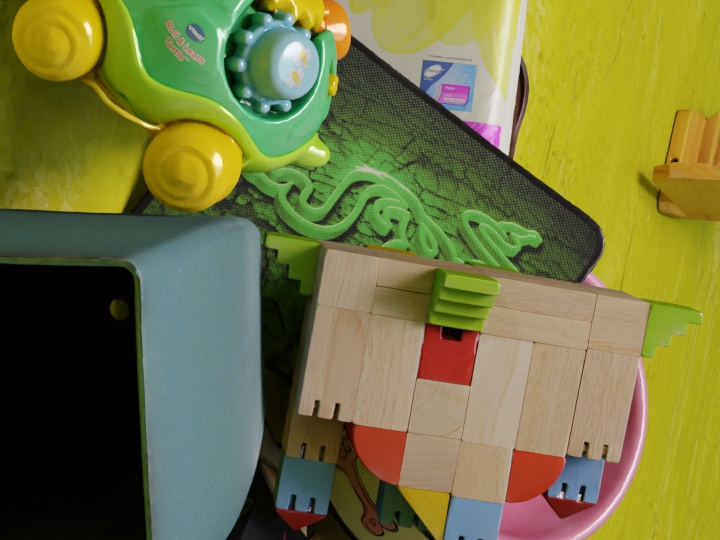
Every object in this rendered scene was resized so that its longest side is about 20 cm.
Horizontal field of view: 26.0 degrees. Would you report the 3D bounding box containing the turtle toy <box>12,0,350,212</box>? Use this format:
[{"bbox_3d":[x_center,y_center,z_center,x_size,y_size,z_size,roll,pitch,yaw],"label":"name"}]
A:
[{"bbox_3d":[-0.079,-0.123,0.678,0.200,0.101,0.146,46,21,-7],"label":"turtle toy"}]

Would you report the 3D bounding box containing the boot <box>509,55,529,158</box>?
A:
[{"bbox_3d":[0.032,-0.121,0.996,0.200,0.064,0.186,20,55,-49],"label":"boot"}]

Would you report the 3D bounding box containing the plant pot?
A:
[{"bbox_3d":[-0.114,0.040,0.641,0.200,0.141,0.141,-42,132,-70],"label":"plant pot"}]

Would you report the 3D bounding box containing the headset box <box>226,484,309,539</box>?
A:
[{"bbox_3d":[-0.075,0.235,0.751,0.174,0.093,0.200,59,38,-34],"label":"headset box"}]

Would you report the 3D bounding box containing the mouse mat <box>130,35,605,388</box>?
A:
[{"bbox_3d":[0.001,-0.015,0.774,0.161,0.200,0.008,-53,179,-9],"label":"mouse mat"}]

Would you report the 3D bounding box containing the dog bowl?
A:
[{"bbox_3d":[0.071,0.070,0.841,0.200,0.074,0.200,5,82,-34],"label":"dog bowl"}]

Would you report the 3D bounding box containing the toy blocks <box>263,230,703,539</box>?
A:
[{"bbox_3d":[0.044,0.067,0.725,0.100,0.200,0.137,-135,-126,-82],"label":"toy blocks"}]

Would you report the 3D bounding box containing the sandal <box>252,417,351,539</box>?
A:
[{"bbox_3d":[-0.059,0.121,0.820,0.200,0.080,0.054,55,28,-45],"label":"sandal"}]

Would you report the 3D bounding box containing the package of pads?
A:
[{"bbox_3d":[0.008,-0.129,0.835,0.068,0.154,0.200,16,81,-78],"label":"package of pads"}]

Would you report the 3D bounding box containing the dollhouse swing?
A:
[{"bbox_3d":[0.408,-0.130,1.595,0.176,0.200,0.182,50,51,-54],"label":"dollhouse swing"}]
